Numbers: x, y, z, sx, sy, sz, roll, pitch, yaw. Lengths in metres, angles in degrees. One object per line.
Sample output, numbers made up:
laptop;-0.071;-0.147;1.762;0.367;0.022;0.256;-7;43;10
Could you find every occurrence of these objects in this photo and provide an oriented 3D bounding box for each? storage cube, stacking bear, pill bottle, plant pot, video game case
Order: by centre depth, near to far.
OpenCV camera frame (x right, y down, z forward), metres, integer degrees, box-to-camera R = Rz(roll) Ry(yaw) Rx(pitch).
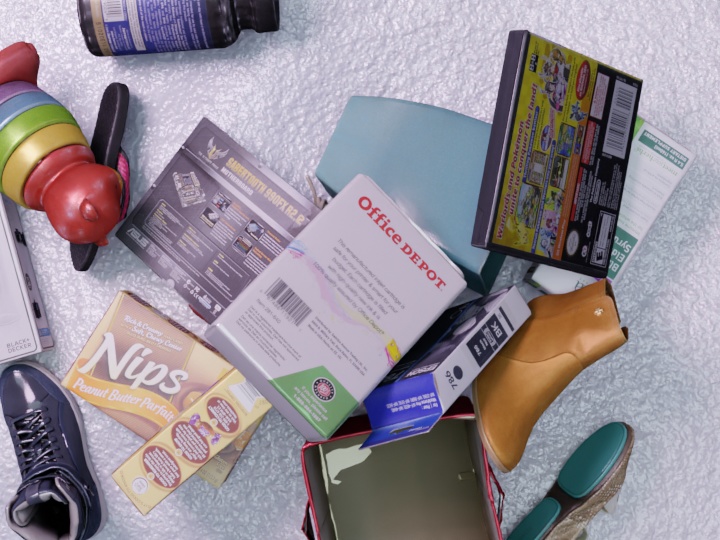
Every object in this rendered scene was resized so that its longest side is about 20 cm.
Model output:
video game case;0.190;-0.106;1.238;0.179;0.025;0.203;12;88;-41
stacking bear;-0.310;-0.109;1.296;0.113;0.122;0.200;-35;67;-22
storage cube;0.042;0.229;1.298;0.197;0.180;0.173;-11;90;2
plant pot;0.064;-0.088;1.315;0.198;0.141;0.143;24;84;12
pill bottle;-0.185;-0.282;1.338;0.197;0.112;0.114;-3;90;1

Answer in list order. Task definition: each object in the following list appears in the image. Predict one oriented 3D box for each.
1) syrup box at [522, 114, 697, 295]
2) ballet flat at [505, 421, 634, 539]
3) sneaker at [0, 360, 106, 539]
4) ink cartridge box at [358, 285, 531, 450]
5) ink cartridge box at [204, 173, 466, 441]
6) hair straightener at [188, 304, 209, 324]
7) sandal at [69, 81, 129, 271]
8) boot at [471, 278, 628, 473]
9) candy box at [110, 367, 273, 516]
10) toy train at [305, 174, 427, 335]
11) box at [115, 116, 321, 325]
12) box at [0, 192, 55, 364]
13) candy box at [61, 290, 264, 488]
syrup box;0.254;-0.052;1.343;0.078;0.081;0.201;33;89;1
ballet flat;0.226;0.247;1.361;0.065;0.071;0.200;40;94;-26
sneaker;-0.326;0.188;1.325;0.076;0.146;0.204;-26;88;3
ink cartridge box;0.073;0.088;1.216;0.099;0.200;0.039;-22;106;44
ink cartridge box;-0.023;0.035;1.201;0.145;0.084;0.200;45;74;-4
hair straightener;-0.081;0.066;1.370;0.199;0.041;0.077;36;91;1
sandal;-0.261;-0.096;1.364;0.045;0.075;0.203;16;82;-33
boot;0.183;0.090;1.227;0.143;0.202;0.071;-22;124;25
candy box;-0.146;0.149;1.278;0.200;0.117;0.057;-42;90;-3
toy train;0.000;0.000;1.309;0.084;0.115;0.203;-21;103;-39
box;-0.136;-0.039;1.325;0.199;0.048;0.159;38;90;31
box;-0.405;0.002;1.368;0.115;0.060;0.203;-17;90;1
candy box;-0.197;0.123;1.365;0.199;0.055;0.116;33;89;1
